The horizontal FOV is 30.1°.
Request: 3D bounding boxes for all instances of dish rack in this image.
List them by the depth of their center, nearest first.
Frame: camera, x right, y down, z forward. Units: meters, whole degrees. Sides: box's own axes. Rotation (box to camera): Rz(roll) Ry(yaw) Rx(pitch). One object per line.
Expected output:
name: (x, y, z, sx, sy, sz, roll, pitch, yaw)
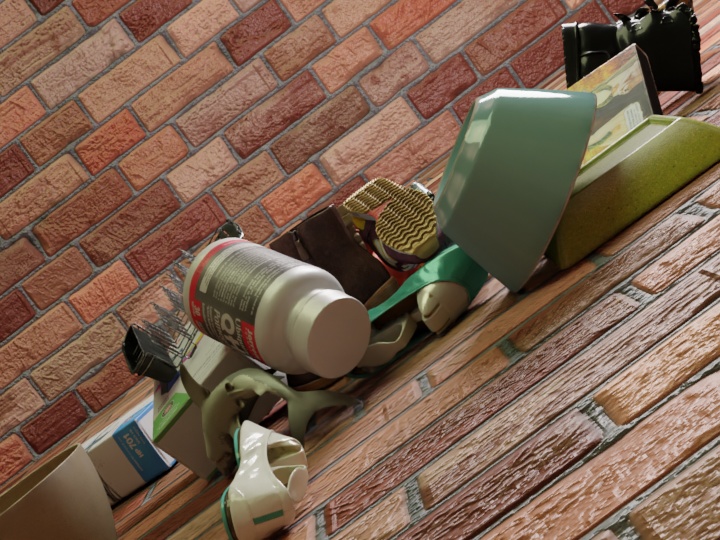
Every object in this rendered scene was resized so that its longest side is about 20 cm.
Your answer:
dish rack: (-0.202, 0.028, 1.546, 0.201, 0.054, 0.153, -61, 19, 2)

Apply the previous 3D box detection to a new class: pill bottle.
pill bottle: (-0.083, 0.041, 1.354, 0.111, 0.111, 0.199, -39, 36, -26)

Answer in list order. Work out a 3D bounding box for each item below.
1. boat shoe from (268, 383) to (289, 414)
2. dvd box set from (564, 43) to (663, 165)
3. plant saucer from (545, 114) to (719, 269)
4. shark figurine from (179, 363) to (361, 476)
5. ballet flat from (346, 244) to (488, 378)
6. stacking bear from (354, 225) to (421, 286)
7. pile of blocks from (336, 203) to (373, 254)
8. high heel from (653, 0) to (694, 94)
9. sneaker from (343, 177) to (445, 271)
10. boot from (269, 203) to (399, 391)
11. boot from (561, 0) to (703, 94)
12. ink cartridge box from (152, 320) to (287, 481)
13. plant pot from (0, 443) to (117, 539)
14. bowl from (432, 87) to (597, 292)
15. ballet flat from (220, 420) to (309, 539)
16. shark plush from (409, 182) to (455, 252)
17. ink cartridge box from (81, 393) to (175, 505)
boat shoe: (-0.103, 0.137, 1.598, 0.201, 0.063, 0.073, -48, 22, 3)
dvd box set: (0.248, -0.149, 1.516, 0.199, 0.029, 0.147, -33, 41, 31)
plant saucer: (0.250, -0.088, 1.287, 0.199, 0.048, 0.200, -36, 6, 5)
shark figurine: (-0.099, 0.122, 1.352, 0.089, 0.129, 0.214, -28, 0, -40)
ballet flat: (0.055, 0.049, 1.352, 0.200, 0.067, 0.071, -35, 30, 18)
stacking bear: (0.038, -0.020, 1.771, 0.114, 0.121, 0.200, -50, 9, 28)
pile of blocks: (0.000, 0.000, 1.554, 0.062, 0.201, 0.082, -31, 49, -11)
high heel: (0.346, -0.247, 1.661, 0.142, 0.071, 0.201, -35, -27, -40)
sneaker: (0.053, -0.036, 1.442, 0.075, 0.090, 0.200, -37, 26, -4)
boot: (-0.048, 0.034, 1.501, 0.200, 0.167, 0.072, -35, 5, 34)
boot: (0.327, -0.221, 1.599, 0.161, 0.200, 0.073, -5, -9, 12)
ink cartridge box: (-0.164, 0.120, 1.532, 0.145, 0.087, 0.200, -49, 18, 12)
plant pot: (-0.301, 0.275, 1.243, 0.200, 0.135, 0.200, -37, 6, 4)
bowl: (0.136, -0.090, 1.266, 0.201, 0.104, 0.202, -159, 90, -88)
ballet flat: (-0.073, 0.172, 1.115, 0.069, 0.070, 0.200, -36, 10, 6)
shark plush: (0.102, -0.059, 1.494, 0.091, 0.083, 0.201, -30, 32, 14)
ink cartridge box: (-0.324, 0.253, 1.837, 0.199, 0.086, 0.146, -33, 6, 23)
